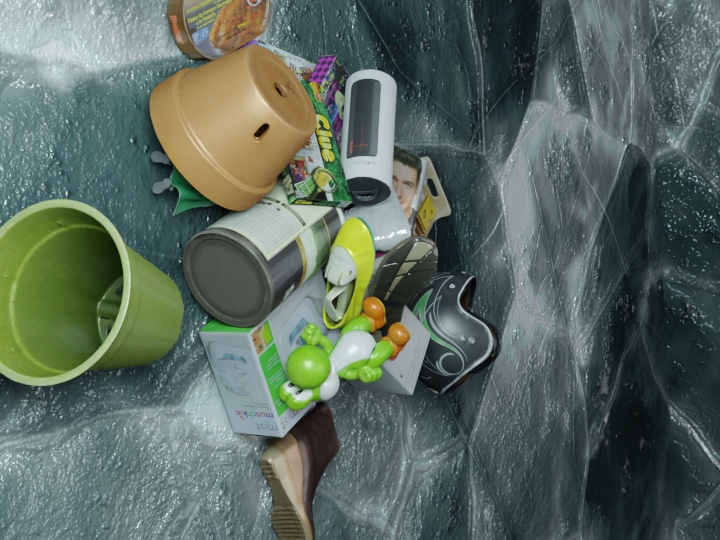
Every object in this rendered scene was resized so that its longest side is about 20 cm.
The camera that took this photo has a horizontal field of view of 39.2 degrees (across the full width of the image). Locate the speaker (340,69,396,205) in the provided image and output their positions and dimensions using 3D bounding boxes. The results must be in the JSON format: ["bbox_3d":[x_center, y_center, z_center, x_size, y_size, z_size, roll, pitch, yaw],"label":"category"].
[{"bbox_3d":[0.011,-0.199,1.520,0.081,0.081,0.200,43,44,-50],"label":"speaker"}]

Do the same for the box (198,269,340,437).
[{"bbox_3d":[-0.123,0.117,1.491,0.200,0.097,0.177,-43,124,-49],"label":"box"}]

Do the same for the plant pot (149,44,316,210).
[{"bbox_3d":[-0.153,-0.198,1.313,0.200,0.140,0.200,42,29,-30],"label":"plant pot"}]

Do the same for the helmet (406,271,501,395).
[{"bbox_3d":[0.153,0.105,1.832,0.191,0.200,0.200,54,32,13],"label":"helmet"}]

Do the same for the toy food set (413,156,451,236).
[{"bbox_3d":[0.107,-0.093,1.872,0.200,0.060,0.144,-60,138,-36],"label":"toy food set"}]

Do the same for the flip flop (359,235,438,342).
[{"bbox_3d":[0.049,0.024,1.512,0.058,0.081,0.200,-98,-153,-52],"label":"flip flop"}]

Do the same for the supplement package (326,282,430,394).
[{"bbox_3d":[0.012,0.108,1.677,0.200,0.120,0.121,47,54,-47],"label":"supplement package"}]

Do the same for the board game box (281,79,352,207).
[{"bbox_3d":[-0.080,-0.184,1.439,0.105,0.023,0.200,1,66,-43],"label":"board game box"}]

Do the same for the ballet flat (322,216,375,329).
[{"bbox_3d":[-0.023,0.013,1.453,0.067,0.067,0.200,-36,151,-34],"label":"ballet flat"}]

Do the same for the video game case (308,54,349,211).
[{"bbox_3d":[-0.049,-0.200,1.572,0.181,0.036,0.200,59,44,-44],"label":"video game case"}]

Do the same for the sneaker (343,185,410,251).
[{"bbox_3d":[-0.003,-0.092,1.550,0.200,0.116,0.074,-113,-165,-54],"label":"sneaker"}]

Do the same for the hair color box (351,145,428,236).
[{"bbox_3d":[0.043,-0.111,1.735,0.099,0.061,0.200,22,70,-25],"label":"hair color box"}]

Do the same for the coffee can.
[{"bbox_3d":[-0.131,-0.032,1.421,0.200,0.146,0.146,-43,127,-48],"label":"coffee can"}]

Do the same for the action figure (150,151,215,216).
[{"bbox_3d":[-0.206,-0.129,1.385,0.200,0.055,0.118,-1,91,-62],"label":"action figure"}]

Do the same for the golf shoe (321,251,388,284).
[{"bbox_3d":[0.000,0.000,1.580,0.073,0.200,0.092,45,53,-56],"label":"golf shoe"}]

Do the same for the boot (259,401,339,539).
[{"bbox_3d":[-0.076,0.327,1.594,0.166,0.072,0.200,-36,118,-49],"label":"boot"}]

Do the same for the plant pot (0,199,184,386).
[{"bbox_3d":[-0.300,0.040,1.152,0.190,0.200,0.200,31,65,-68],"label":"plant pot"}]

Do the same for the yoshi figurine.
[{"bbox_3d":[-0.029,0.117,1.420,0.200,0.112,0.112,-35,109,-23],"label":"yoshi figurine"}]

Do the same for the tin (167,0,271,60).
[{"bbox_3d":[-0.194,-0.365,1.408,0.200,0.042,0.112,-45,132,-47],"label":"tin"}]

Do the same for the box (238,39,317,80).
[{"bbox_3d":[-0.115,-0.257,1.533,0.200,0.039,0.137,8,85,-58],"label":"box"}]
